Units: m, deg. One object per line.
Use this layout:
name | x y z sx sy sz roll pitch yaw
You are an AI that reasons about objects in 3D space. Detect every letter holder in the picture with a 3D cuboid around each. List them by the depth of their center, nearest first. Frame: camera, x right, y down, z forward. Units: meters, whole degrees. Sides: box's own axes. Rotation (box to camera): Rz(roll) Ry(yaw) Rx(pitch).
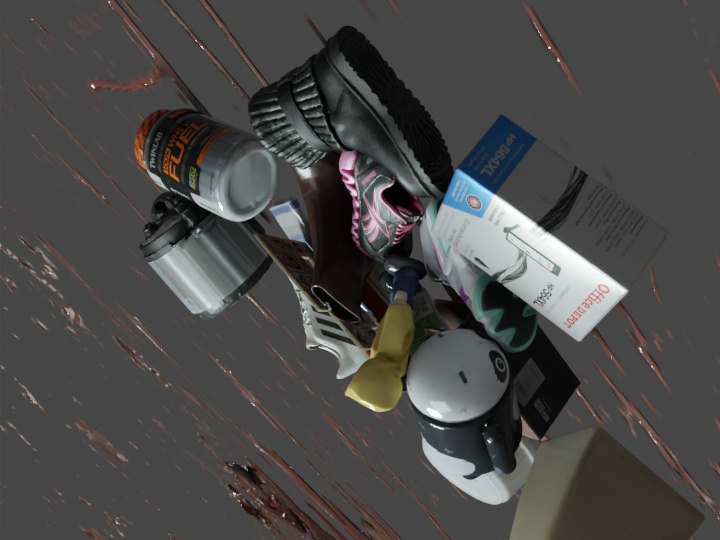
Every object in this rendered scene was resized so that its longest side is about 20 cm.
letter holder | 0.166 0.109 1.201 0.200 0.101 0.142 51 157 -24

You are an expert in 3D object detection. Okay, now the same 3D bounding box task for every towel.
towel | -0.060 -0.024 1.348 0.201 0.024 0.147 54 168 -9

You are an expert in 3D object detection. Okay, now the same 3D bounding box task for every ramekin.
ramekin | 0.192 0.302 1.523 0.201 0.094 0.203 34 157 17

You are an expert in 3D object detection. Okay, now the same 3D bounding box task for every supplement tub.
supplement tub | -0.223 -0.157 1.300 0.199 0.123 0.123 25 153 33

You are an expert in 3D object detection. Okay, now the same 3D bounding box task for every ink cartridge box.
ink cartridge box | 0.183 -0.038 0.919 0.199 0.084 0.146 37 157 10
ink cartridge box | 0.125 0.133 1.304 0.201 0.059 0.104 55 -171 -30

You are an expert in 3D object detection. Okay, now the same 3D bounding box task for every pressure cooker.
pressure cooker | -0.259 -0.045 1.483 0.175 0.179 0.200 -33 107 23

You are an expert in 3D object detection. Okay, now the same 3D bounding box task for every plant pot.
plant pot | 0.330 0.371 1.321 0.199 0.177 0.200 40 159 0

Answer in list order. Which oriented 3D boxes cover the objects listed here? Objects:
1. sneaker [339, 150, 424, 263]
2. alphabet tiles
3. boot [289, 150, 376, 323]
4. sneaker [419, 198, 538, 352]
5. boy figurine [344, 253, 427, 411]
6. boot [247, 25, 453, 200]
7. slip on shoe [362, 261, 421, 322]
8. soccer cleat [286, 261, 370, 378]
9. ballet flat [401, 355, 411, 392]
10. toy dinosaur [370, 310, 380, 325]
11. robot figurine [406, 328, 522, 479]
sneaker | 0.038 -0.069 1.086 0.095 0.079 0.201 31 155 35
alphabet tiles | -0.045 0.029 1.214 0.200 0.008 0.167 48 -168 15
boot | -0.037 -0.051 1.129 0.072 0.168 0.200 -12 139 29
sneaker | 0.131 0.008 1.080 0.202 0.077 0.140 65 164 6
boy figurine | 0.032 0.083 1.083 0.064 0.201 0.125 17 144 2
boot | -0.010 -0.139 0.979 0.157 0.079 0.212 -32 98 37
slip on shoe | 0.000 0.000 1.257 0.200 0.074 0.061 49 127 13
soccer cleat | -0.061 0.071 1.363 0.200 0.085 0.069 49 167 10
ballet flat | 0.045 0.124 1.227 0.067 0.047 0.200 5 -172 6
toy dinosaur | 0.025 0.038 1.378 0.107 0.060 0.201 60 164 26
robot figurine | 0.125 0.157 1.069 0.149 0.125 0.201 10 140 29
